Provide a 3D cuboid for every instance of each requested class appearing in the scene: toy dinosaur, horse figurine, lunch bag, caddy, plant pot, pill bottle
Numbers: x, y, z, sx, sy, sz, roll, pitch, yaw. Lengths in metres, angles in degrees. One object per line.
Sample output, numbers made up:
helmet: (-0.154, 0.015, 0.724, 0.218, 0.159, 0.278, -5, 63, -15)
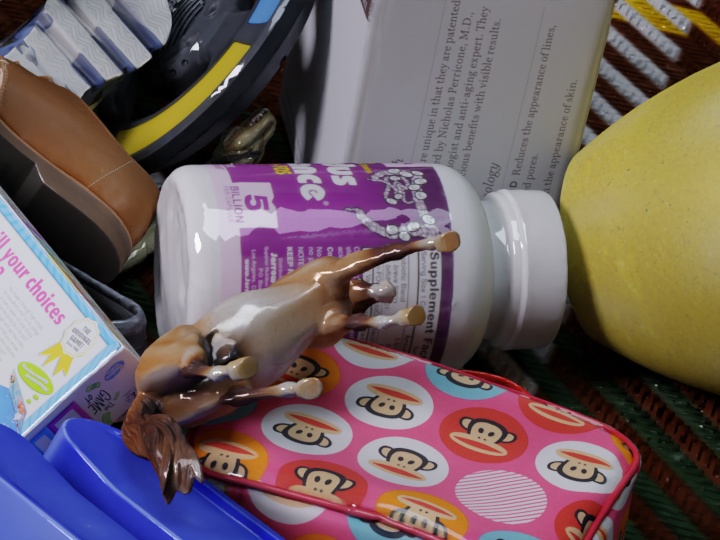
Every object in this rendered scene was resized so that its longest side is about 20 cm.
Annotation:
toy dinosaur: (-0.086, -0.030, 1.468, 0.088, 0.048, 0.200, 11, 30, 31)
horse figurine: (-0.041, 0.035, 1.210, 0.200, 0.050, 0.132, -34, 14, -35)
lunch bag: (0.026, 0.099, 1.263, 0.199, 0.082, 0.176, 19, 33, 16)
caddy: (-0.110, 0.146, 1.142, 0.200, 0.105, 0.141, 33, 17, 33)
plant pot: (0.187, -0.019, 1.414, 0.141, 0.201, 0.200, -5, 27, 24)
pill bottle: (0.000, 0.000, 1.381, 0.199, 0.113, 0.112, -1, 34, -15)

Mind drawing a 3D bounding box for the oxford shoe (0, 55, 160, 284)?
oxford shoe: (-0.187, -0.082, 1.386, 0.200, 0.071, 0.071, 44, 50, -10)

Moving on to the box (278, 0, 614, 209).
box: (0.041, -0.123, 1.499, 0.130, 0.201, 0.199, 4, 33, -12)

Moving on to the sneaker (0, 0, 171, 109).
sneaker: (-0.196, -0.084, 1.479, 0.199, 0.115, 0.081, -37, 88, -30)

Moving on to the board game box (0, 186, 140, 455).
board game box: (-0.198, 0.034, 1.280, 0.134, 0.034, 0.200, -42, 47, -1)

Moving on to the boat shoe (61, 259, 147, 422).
boat shoe: (-0.186, 0.006, 1.362, 0.200, 0.068, 0.072, 29, 36, 32)

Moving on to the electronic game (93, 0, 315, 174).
electronic game: (-0.094, -0.132, 1.513, 0.042, 0.200, 0.200, 39, 22, -27)
